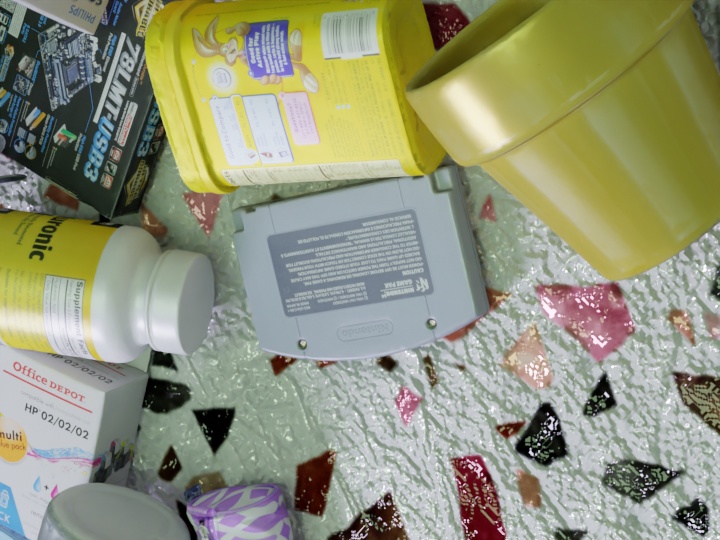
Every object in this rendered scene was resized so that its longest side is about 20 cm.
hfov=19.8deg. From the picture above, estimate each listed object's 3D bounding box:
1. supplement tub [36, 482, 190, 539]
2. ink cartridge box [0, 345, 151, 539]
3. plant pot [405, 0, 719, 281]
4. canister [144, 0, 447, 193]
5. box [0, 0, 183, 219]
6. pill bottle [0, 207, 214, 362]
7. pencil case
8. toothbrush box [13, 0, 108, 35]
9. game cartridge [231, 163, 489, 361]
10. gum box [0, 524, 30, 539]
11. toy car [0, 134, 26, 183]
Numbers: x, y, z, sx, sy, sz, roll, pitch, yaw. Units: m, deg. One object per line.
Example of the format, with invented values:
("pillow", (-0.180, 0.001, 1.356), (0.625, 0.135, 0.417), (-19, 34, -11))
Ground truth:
("supplement tub", (-0.219, 0.285, 1.670), (0.122, 0.122, 0.201), (25, 110, 22))
("ink cartridge box", (-0.250, 0.125, 1.728), (0.115, 0.068, 0.201), (22, 111, 23))
("plant pot", (0.162, -0.105, 1.381), (0.200, 0.201, 0.189), (-32, 100, 31))
("canister", (-0.044, -0.134, 1.530), (0.199, 0.087, 0.149), (-2, 118, 27))
("box", (-0.234, -0.175, 1.659), (0.198, 0.050, 0.201), (29, 113, 20))
("pill bottle", (-0.224, 0.014, 1.655), (0.199, 0.111, 0.112), (8, 106, 15))
("pencil case", (-0.086, 0.269, 1.661), (0.084, 0.085, 0.201), (-10, 98, 30))
("toothbrush box", (-0.224, -0.294, 1.536), (0.085, 0.146, 0.201), (25, 94, 22))
("game cartridge", (0.000, 0.000, 1.579), (0.199, 0.041, 0.134), (-9, 101, 30))
("gum box", (-0.299, 0.309, 1.812), (0.199, 0.044, 0.171), (31, 114, 20))
("toy car", (-0.376, -0.085, 1.658), (0.199, 0.164, 0.159), (-7, 75, 2))
